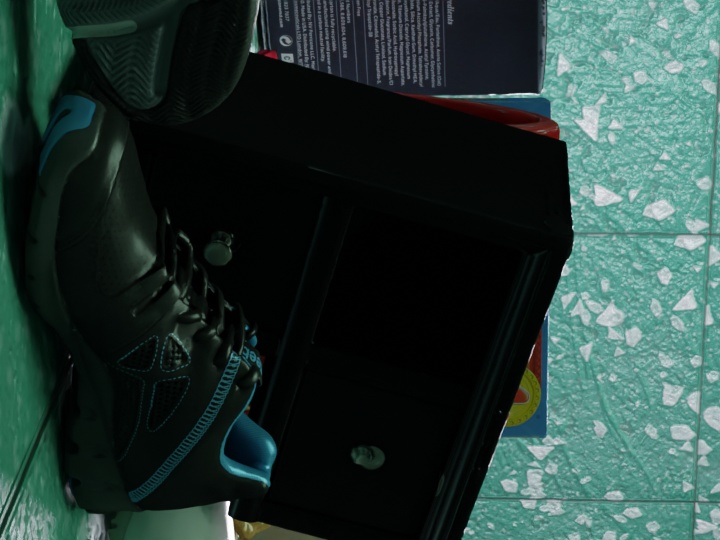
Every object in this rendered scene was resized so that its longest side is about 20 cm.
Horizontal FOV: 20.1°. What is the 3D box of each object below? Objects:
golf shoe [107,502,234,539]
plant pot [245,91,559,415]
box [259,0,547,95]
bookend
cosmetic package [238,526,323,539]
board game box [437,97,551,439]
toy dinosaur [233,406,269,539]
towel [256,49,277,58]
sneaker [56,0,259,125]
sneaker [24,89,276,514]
[{"bbox_3d":[-0.057,0.173,0.861,0.078,0.097,0.201,23,61,-54],"label":"golf shoe"},{"bbox_3d":[0.000,0.000,1.067,0.200,0.199,0.184,-60,154,-82],"label":"plant pot"},{"bbox_3d":[0.034,-0.206,1.458,0.148,0.199,0.105,-84,173,-50],"label":"box"},{"bbox_3d":[-0.034,0.022,0.859,0.092,0.199,0.200,-82,-170,-61],"label":"bookend"},{"bbox_3d":[-0.041,0.158,1.262,0.104,0.073,0.201,82,14,-63],"label":"cosmetic package"},{"bbox_3d":[0.012,-0.002,1.195,0.056,0.195,0.201,-110,-161,-85],"label":"board game box"},{"bbox_3d":[-0.086,0.124,0.966,0.106,0.060,0.201,15,71,-52],"label":"toy dinosaur"},{"bbox_3d":[-0.029,-0.046,1.300,0.201,0.022,0.145,63,8,-6],"label":"towel"},{"bbox_3d":[-0.077,-0.162,0.737,0.116,0.075,0.201,-90,172,-67],"label":"sneaker"},{"bbox_3d":[-0.077,0.014,0.773,0.073,0.081,0.201,-81,170,-45],"label":"sneaker"}]
